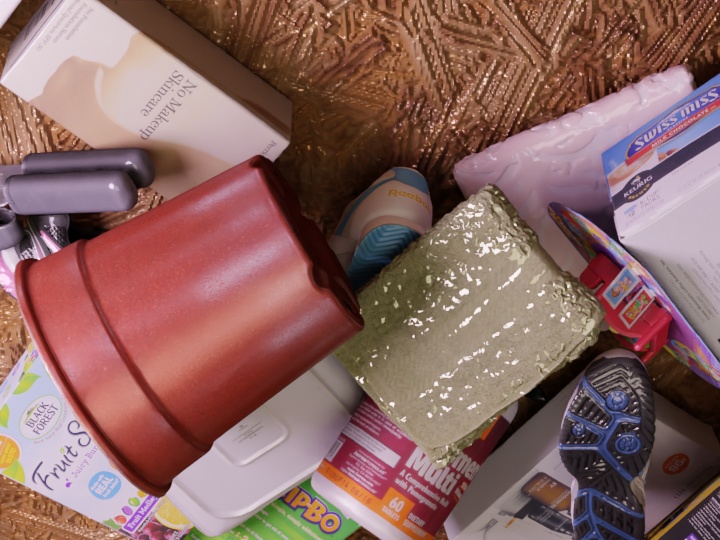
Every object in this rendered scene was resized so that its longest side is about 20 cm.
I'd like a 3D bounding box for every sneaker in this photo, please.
[{"bbox_3d":[0.192,0.132,1.538,0.075,0.077,0.201,3,132,4],"label":"sneaker"},{"bbox_3d":[-0.191,0.017,1.558,0.199,0.080,0.087,32,105,-25],"label":"sneaker"},{"bbox_3d":[0.000,0.000,1.556,0.076,0.081,0.200,25,137,-18],"label":"sneaker"}]

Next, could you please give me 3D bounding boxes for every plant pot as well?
[{"bbox_3d":[-0.115,0.028,1.428,0.194,0.201,0.201,-31,117,5],"label":"plant pot"}]

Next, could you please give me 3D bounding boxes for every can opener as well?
[{"bbox_3d":[-0.235,-0.052,1.481,0.199,0.053,0.067,0,130,33],"label":"can opener"}]

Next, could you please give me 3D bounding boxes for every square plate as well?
[{"bbox_3d":[-0.095,0.123,1.585,0.199,0.029,0.198,-33,130,11],"label":"square plate"}]

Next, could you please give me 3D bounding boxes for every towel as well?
[{"bbox_3d":[0.074,0.042,1.461,0.149,0.036,0.200,48,120,3],"label":"towel"},{"bbox_3d":[0.200,-0.048,1.554,0.199,0.032,0.192,-24,120,12],"label":"towel"}]

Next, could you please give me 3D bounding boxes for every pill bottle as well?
[{"bbox_3d":[0.057,0.118,1.566,0.109,0.109,0.201,36,86,-21],"label":"pill bottle"}]

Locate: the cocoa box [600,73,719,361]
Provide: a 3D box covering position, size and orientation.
[{"bbox_3d":[0.292,-0.025,1.475,0.133,0.132,0.200,-33,117,19],"label":"cocoa box"}]

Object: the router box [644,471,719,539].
[{"bbox_3d":[0.286,0.207,1.595,0.157,0.200,0.052,-41,81,1],"label":"router box"}]

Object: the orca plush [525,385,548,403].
[{"bbox_3d":[0.069,0.154,1.648,0.199,0.071,0.105,-28,118,14],"label":"orca plush"}]

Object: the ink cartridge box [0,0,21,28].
[{"bbox_3d":[-0.324,-0.212,1.411,0.145,0.085,0.200,34,113,-20],"label":"ink cartridge box"}]

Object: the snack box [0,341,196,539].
[{"bbox_3d":[-0.206,0.138,1.641,0.199,0.053,0.142,30,115,-19],"label":"snack box"}]

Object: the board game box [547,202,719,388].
[{"bbox_3d":[0.199,0.033,1.488,0.039,0.158,0.200,-44,121,-4],"label":"board game box"}]

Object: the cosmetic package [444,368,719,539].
[{"bbox_3d":[0.188,0.181,1.664,0.150,0.052,0.200,29,117,-35],"label":"cosmetic package"}]

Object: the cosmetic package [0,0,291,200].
[{"bbox_3d":[-0.157,-0.133,1.469,0.199,0.071,0.105,34,115,-20],"label":"cosmetic package"}]

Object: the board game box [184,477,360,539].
[{"bbox_3d":[-0.084,0.227,1.694,0.200,0.030,0.096,-41,88,23],"label":"board game box"}]
